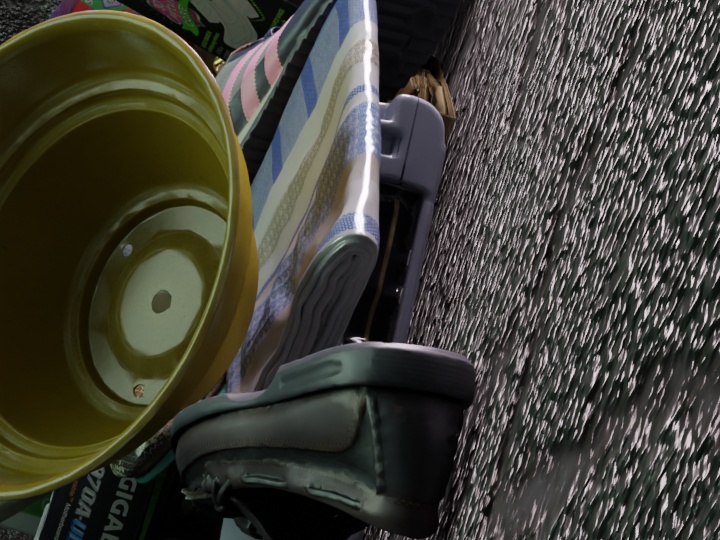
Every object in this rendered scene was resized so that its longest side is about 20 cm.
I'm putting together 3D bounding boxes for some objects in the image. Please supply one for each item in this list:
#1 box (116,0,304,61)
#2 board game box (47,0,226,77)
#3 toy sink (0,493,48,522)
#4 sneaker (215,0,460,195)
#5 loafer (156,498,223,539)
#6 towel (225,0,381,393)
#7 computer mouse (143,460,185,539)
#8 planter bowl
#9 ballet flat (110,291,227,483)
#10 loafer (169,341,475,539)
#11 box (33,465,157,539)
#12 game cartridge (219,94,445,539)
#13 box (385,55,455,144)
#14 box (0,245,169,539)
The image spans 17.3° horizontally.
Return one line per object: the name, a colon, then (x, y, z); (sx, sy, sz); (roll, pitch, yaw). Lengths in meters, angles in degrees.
box: (-0.049, -0.193, 1.191); (0.149, 0.200, 0.124); (-63, 6, -17)
board game box: (-0.076, -0.087, 1.240); (0.158, 0.200, 0.039); (-36, -8, -28)
toy sink: (-0.205, 0.022, 1.194); (0.130, 0.200, 0.112); (-31, -5, 23)
sneaker: (-0.030, -0.097, 1.097); (0.200, 0.070, 0.082); (-50, 42, 22)
loafer: (-0.072, 0.156, 1.086); (0.071, 0.073, 0.200); (-57, 1, 22)
towel: (-0.026, -0.017, 0.978); (0.200, 0.024, 0.147); (-90, 21, -52)
computer mouse: (-0.083, 0.134, 1.231); (0.139, 0.053, 0.200); (-100, 29, -85)
planter bowl: (-0.103, 0.003, 0.955); (0.200, 0.083, 0.201); (-14, 66, 34)
ballet flat: (-0.086, 0.045, 1.076); (0.068, 0.075, 0.200); (-43, -4, 15)
loafer: (-0.021, 0.073, 0.823); (0.200, 0.072, 0.063); (147, 128, -64)
box: (-0.146, 0.177, 1.133); (0.200, 0.046, 0.159); (119, 169, -74)
game cartridge: (-0.015, 0.037, 0.995); (0.133, 0.041, 0.200); (150, 135, -67)
box: (0.000, 0.000, 1.141); (0.164, 0.021, 0.200); (-94, 23, -75)
box: (-0.136, 0.061, 1.373); (0.200, 0.199, 0.172); (-116, 44, -80)
